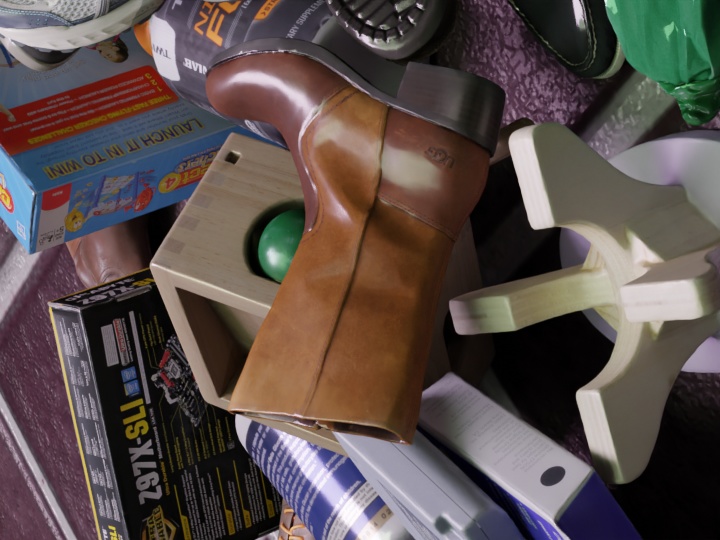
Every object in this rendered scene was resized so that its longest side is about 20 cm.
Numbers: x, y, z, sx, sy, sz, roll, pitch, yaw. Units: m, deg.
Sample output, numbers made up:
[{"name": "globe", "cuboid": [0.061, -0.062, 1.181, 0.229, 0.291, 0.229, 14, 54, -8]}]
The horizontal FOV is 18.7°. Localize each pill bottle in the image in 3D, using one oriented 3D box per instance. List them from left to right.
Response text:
[{"name": "pill bottle", "cuboid": [-0.058, -0.139, 1.341, 0.200, 0.106, 0.107, 26, 126, 45]}, {"name": "pill bottle", "cuboid": [-0.010, 0.105, 1.385, 0.200, 0.111, 0.111, 49, 140, 28]}]

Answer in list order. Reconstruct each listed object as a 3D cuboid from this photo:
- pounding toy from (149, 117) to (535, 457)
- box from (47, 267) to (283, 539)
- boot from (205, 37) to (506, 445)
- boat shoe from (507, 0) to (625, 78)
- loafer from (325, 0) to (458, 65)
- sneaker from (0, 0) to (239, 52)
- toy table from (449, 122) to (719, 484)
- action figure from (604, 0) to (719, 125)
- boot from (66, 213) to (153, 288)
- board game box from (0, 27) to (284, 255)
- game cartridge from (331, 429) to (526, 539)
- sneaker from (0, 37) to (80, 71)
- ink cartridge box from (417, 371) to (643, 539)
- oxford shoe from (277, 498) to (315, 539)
[{"name": "pounding toy", "cuboid": [0.000, 0.000, 1.261, 0.183, 0.143, 0.200, 19, 152, 21]}, {"name": "box", "cuboid": [-0.116, 0.095, 1.484, 0.049, 0.159, 0.201, 7, 112, 53]}, {"name": "boot", "cuboid": [-0.027, -0.015, 1.165, 0.187, 0.068, 0.201, 13, 80, 23]}, {"name": "boat shoe", "cuboid": [0.074, -0.187, 1.173, 0.074, 0.066, 0.200, -33, 79, 54]}, {"name": "loafer", "cuboid": [0.018, -0.181, 1.222, 0.073, 0.071, 0.200, -35, 43, 17]}, {"name": "sneaker", "cuboid": [-0.134, -0.196, 1.273, 0.087, 0.199, 0.078, 70, -176, -48]}, {"name": "toy table", "cuboid": [0.143, 0.005, 1.126, 0.200, 0.117, 0.185, -27, 84, 54]}, {"name": "action figure", "cuboid": [0.152, -0.165, 1.082, 0.118, 0.055, 0.201, 9, 122, 41]}, {"name": "boot", "cuboid": [-0.142, 0.022, 1.567, 0.201, 0.064, 0.187, 63, 158, 17]}, {"name": "board game box", "cuboid": [-0.179, -0.122, 1.432, 0.196, 0.199, 0.056, 49, 144, 29]}, {"name": "game cartridge", "cuboid": [0.059, 0.149, 1.209, 0.133, 0.041, 0.200, 46, 174, 42]}, {"name": "sneaker", "cuboid": [-0.156, -0.215, 1.366, 0.075, 0.200, 0.106, 41, 138, -20]}, {"name": "ink cartridge box", "cuboid": [0.130, 0.161, 1.168, 0.198, 0.043, 0.200, 53, 171, -33]}, {"name": "oxford shoe", "cuboid": [-0.027, 0.177, 1.475, 0.071, 0.073, 0.201, -13, 94, 56]}]
